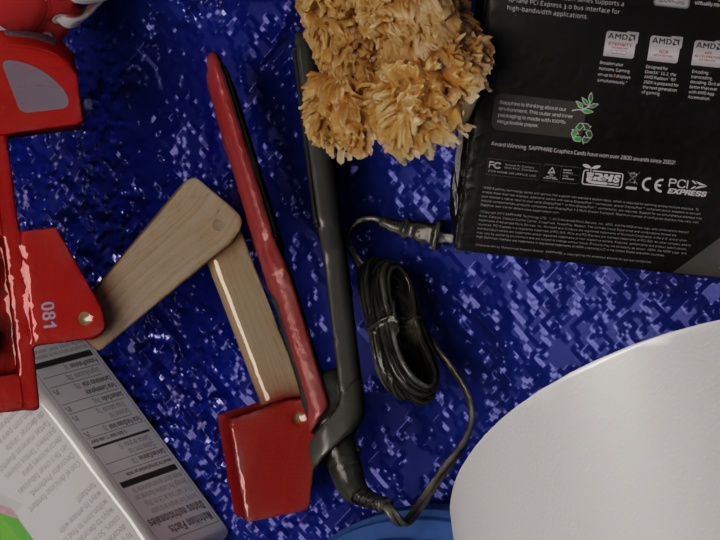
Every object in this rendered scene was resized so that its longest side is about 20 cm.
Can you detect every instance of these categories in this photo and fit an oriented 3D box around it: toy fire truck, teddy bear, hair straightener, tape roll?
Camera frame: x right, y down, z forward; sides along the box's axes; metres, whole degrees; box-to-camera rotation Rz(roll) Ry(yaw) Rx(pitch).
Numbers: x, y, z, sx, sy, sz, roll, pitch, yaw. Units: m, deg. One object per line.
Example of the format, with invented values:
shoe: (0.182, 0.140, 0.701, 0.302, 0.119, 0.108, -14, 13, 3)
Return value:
toy fire truck: (-0.095, 0.002, 1.022, 0.140, 0.049, 0.201, -7, 91, -8)
teddy bear: (0.001, -0.133, 0.884, 0.145, 0.066, 0.201, -141, 52, -61)
hair straightener: (0.000, 0.000, 0.998, 0.077, 0.041, 0.201, -16, 72, 1)
tape roll: (0.137, 0.122, 0.844, 0.202, 0.202, 0.140, -30, 52, 27)

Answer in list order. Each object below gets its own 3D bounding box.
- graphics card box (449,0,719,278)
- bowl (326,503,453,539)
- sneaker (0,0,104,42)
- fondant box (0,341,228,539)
graphics card box: (0.103, -0.100, 0.894, 0.125, 0.051, 0.201, 5, 109, -3)
bowl: (0.037, 0.192, 1.003, 0.200, 0.039, 0.202, 10, 109, 30)
sneaker: (-0.085, -0.127, 1.030, 0.199, 0.113, 0.072, 11, 59, -3)
fondant box: (-0.171, 0.080, 1.105, 0.144, 0.058, 0.200, -44, 75, 25)
